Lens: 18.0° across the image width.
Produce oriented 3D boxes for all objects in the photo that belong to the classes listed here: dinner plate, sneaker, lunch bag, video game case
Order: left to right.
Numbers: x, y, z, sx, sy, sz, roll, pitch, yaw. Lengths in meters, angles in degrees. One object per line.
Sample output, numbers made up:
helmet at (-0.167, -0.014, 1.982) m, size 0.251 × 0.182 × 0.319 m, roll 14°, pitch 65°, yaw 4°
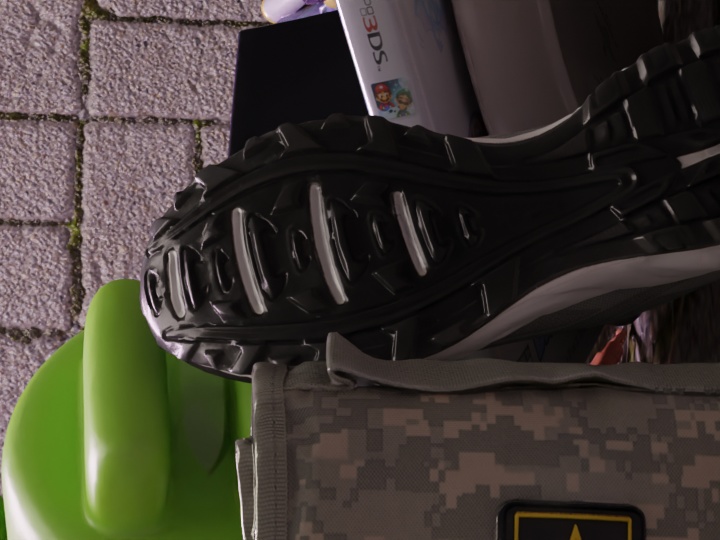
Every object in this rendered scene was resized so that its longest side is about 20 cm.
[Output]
sneaker at (0.038, -0.006, 0.628) m, size 0.079 × 0.199 × 0.074 m, roll 79°, pitch 178°, yaw -71°
video game case at (0.048, -0.056, 0.765) m, size 0.200 × 0.024 × 0.183 m, roll -51°, pitch -53°, yaw -62°
lunch bag at (0.047, 0.116, 0.590) m, size 0.118 × 0.163 × 0.201 m, roll -100°, pitch 11°, yaw -69°
dinner plate at (0.075, -0.081, 0.773) m, size 0.200 × 0.024 × 0.201 m, roll 42°, pitch -138°, yaw -53°

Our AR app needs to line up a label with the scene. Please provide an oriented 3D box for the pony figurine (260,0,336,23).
pony figurine at (0.013, -0.185, 1.242) m, size 0.193 × 0.166 × 0.200 m, roll -54°, pitch 7°, yaw -22°

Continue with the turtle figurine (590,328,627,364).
turtle figurine at (0.068, 0.045, 0.977) m, size 0.200 × 0.064 × 0.162 m, roll -95°, pitch 9°, yaw -57°

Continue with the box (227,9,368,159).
box at (0.000, 0.000, 0.846) m, size 0.200 × 0.078 × 0.142 m, roll -92°, pitch -10°, yaw -66°

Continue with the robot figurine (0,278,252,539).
robot figurine at (-0.050, 0.091, 0.704) m, size 0.201 × 0.174 × 0.116 m, roll 93°, pitch 170°, yaw -47°
